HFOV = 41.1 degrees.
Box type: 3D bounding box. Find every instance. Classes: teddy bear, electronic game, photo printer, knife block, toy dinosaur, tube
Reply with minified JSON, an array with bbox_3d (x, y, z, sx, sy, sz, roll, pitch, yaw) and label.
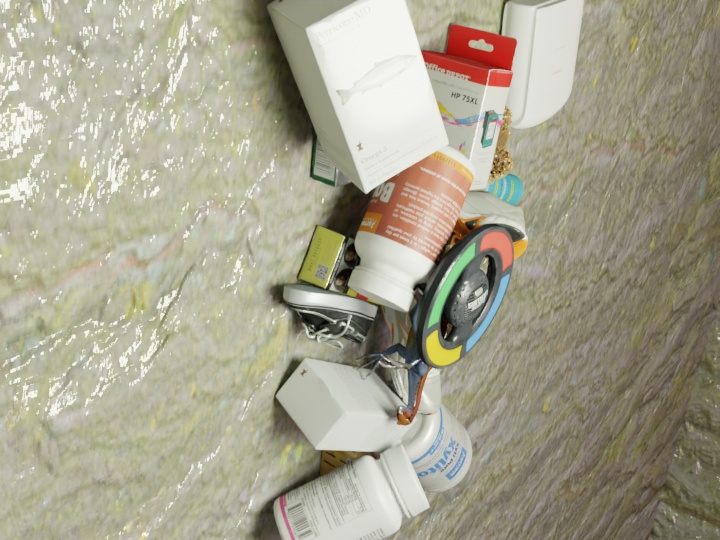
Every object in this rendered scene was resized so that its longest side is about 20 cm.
[{"bbox_3d":[0.172,-0.202,1.400,0.145,0.066,0.201,-44,135,-14],"label":"teddy bear"},{"bbox_3d":[0.137,0.035,1.234,0.199,0.041,0.203,-36,141,-35],"label":"electronic game"},{"bbox_3d":[0.275,-0.324,1.483,0.165,0.069,0.203,-29,131,-45],"label":"photo printer"},{"bbox_3d":[0.011,0.316,1.485,0.174,0.063,0.204,-24,127,-49],"label":"knife block"},{"bbox_3d":[0.084,0.111,1.290,0.105,0.196,0.185,-82,159,-78],"label":"toy dinosaur"},{"bbox_3d":[0.182,-0.134,1.490,0.198,0.050,0.079,2,97,-50],"label":"tube"}]

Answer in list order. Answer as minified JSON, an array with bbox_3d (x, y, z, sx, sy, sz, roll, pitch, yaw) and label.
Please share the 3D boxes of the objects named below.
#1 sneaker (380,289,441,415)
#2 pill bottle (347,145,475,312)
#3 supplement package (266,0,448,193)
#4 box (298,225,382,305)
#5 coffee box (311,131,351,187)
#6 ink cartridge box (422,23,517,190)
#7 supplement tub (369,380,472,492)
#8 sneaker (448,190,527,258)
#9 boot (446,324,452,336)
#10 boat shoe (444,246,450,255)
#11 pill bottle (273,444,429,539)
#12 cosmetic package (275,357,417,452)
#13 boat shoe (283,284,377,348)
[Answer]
[{"bbox_3d":[0.090,0.105,1.376,0.075,0.091,0.204,-10,86,-46],"label":"sneaker"},{"bbox_3d":[0.059,-0.057,1.201,0.112,0.111,0.203,34,77,-57],"label":"pill bottle"},{"bbox_3d":[-0.001,-0.211,1.041,0.116,0.117,0.202,-30,125,-10],"label":"supplement package"},{"bbox_3d":[0.000,0.000,1.290,0.199,0.050,0.076,20,91,-58],"label":"box"},{"bbox_3d":[0.000,-0.212,1.168,0.122,0.044,0.204,-23,127,-48],"label":"coffee box"},{"bbox_3d":[0.130,-0.221,1.288,0.067,0.115,0.204,-11,117,-52],"label":"ink cartridge box"},{"bbox_3d":[0.089,0.261,1.505,0.133,0.131,0.200,-60,146,-11],"label":"supplement tub"},{"bbox_3d":[0.136,-0.080,1.330,0.093,0.197,0.077,-70,-179,-53],"label":"sneaker"},{"bbox_3d":[0.154,0.087,1.496,0.154,0.072,0.200,-26,163,-49],"label":"boot"},{"bbox_3d":[0.112,-0.009,1.434,0.202,0.070,0.067,72,8,-62],"label":"boat shoe"},{"bbox_3d":[-0.011,0.329,1.333,0.197,0.114,0.114,-26,140,0],"label":"pill bottle"},{"bbox_3d":[-0.016,0.189,1.320,0.072,0.102,0.199,-49,149,13],"label":"cosmetic package"},{"bbox_3d":[-0.042,0.062,1.244,0.199,0.072,0.069,21,83,-67],"label":"boat shoe"}]
